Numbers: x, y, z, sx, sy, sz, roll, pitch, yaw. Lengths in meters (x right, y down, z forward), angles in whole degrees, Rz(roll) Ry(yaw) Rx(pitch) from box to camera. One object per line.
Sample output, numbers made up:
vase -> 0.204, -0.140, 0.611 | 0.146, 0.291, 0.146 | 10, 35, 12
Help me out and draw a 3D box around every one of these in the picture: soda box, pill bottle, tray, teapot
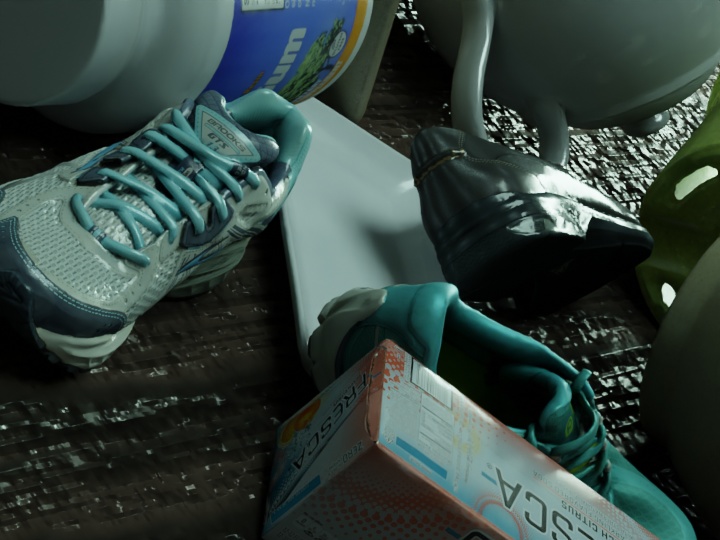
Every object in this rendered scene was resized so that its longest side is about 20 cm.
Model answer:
soda box -> 0.059, 0.115, 1.005 | 0.200, 0.068, 0.064 | 37, 32, -20
pill bottle -> -0.085, -0.113, 1.069 | 0.112, 0.112, 0.200 | 52, 26, 11
tray -> 0.000, 0.000, 1.141 | 0.107, 0.022, 0.200 | 33, 28, -30
teapot -> 0.125, -0.136, 1.387 | 0.197, 0.200, 0.146 | -113, -178, -72

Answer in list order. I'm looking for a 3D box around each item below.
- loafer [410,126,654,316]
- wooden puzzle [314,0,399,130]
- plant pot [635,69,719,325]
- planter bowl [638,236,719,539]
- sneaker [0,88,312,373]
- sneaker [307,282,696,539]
loafer -> 0.082, -0.027, 1.225 | 0.072, 0.073, 0.200 | 61, 15, 16
wooden puzzle -> 0.003, -0.191, 1.259 | 0.037, 0.185, 0.200 | 12, 32, -9
plant pot -> 0.240, -0.031, 1.400 | 0.200, 0.200, 0.184 | 50, 37, 6
planter bowl -> 0.217, 0.054, 1.236 | 0.135, 0.200, 0.200 | 29, 16, 28
sneaker -> -0.080, -0.029, 0.981 | 0.078, 0.086, 0.200 | 47, 25, 2
sneaker -> 0.067, 0.073, 1.045 | 0.200, 0.080, 0.078 | 38, 55, -26
